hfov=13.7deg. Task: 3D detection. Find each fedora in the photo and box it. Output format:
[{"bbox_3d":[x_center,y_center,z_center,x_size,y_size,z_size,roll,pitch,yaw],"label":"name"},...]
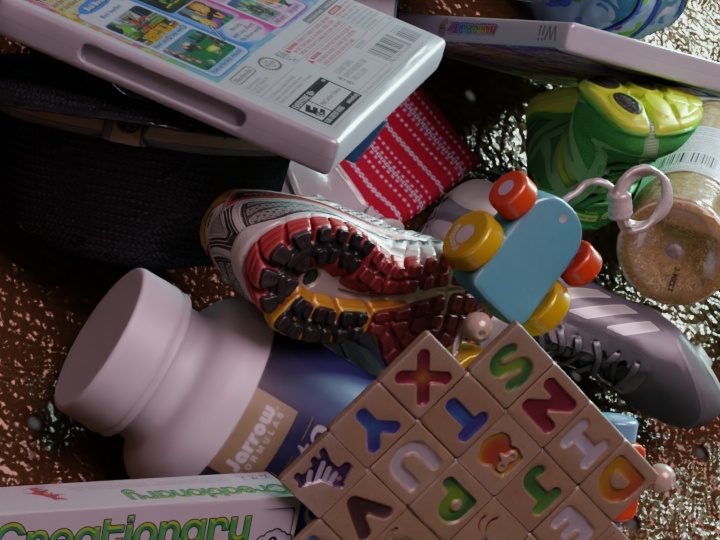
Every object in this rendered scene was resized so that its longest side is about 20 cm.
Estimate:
[{"bbox_3d":[-0.111,-0.053,1.532,0.200,0.200,0.092,0,104,-38],"label":"fedora"}]

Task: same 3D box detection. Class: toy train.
[{"bbox_3d":[0.090,0.041,1.495,0.150,0.056,0.200,-3,104,-31],"label":"toy train"}]

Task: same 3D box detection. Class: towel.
[{"bbox_3d":[-0.029,-0.076,1.685,0.145,0.022,0.200,52,44,1],"label":"towel"}]

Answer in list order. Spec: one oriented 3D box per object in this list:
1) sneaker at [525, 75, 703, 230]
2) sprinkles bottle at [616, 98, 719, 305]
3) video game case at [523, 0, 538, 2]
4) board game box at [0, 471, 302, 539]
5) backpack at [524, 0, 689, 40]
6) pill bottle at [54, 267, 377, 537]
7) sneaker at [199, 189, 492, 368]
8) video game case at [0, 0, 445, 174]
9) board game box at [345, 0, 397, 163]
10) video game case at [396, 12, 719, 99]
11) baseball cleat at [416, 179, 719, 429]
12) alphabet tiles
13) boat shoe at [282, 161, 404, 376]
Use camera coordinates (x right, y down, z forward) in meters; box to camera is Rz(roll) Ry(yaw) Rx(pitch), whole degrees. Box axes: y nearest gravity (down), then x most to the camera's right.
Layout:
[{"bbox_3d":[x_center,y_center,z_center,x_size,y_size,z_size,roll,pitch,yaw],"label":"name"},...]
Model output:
[{"bbox_3d":[0.142,-0.065,1.700,0.074,0.200,0.084,7,87,-10],"label":"sneaker"},{"bbox_3d":[0.198,-0.046,1.767,0.068,0.068,0.200,44,26,-6],"label":"sprinkles bottle"},{"bbox_3d":[-0.006,-0.232,1.729,0.181,0.036,0.200,9,30,-37],"label":"video game case"},{"bbox_3d":[-0.126,0.161,1.392,0.200,0.127,0.035,-1,19,-38],"label":"board game box"},{"bbox_3d":[0.137,-0.237,1.835,0.200,0.163,0.154,45,49,-23],"label":"backpack"},{"bbox_3d":[-0.049,0.083,1.502,0.200,0.111,0.111,32,48,-17],"label":"pill bottle"},{"bbox_3d":[0.000,-0.001,1.511,0.082,0.078,0.200,36,8,40],"label":"sneaker"},{"bbox_3d":[-0.066,-0.119,1.511,0.182,0.024,0.200,23,24,9],"label":"video game case"},{"bbox_3d":[-0.076,-0.160,1.663,0.200,0.040,0.153,22,46,-17],"label":"board game box"},{"bbox_3d":[0.118,-0.123,1.720,0.143,0.200,0.018,12,89,-32],"label":"video game case"},{"bbox_3d":[0.110,0.039,1.696,0.200,0.070,0.106,39,51,3],"label":"baseball cleat"},{"bbox_3d":[0.053,0.121,1.460,0.200,0.166,0.006,46,-1,-35],"label":"alphabet tiles"},{"bbox_3d":[0.000,0.000,1.603,0.072,0.066,0.200,-19,86,-47],"label":"boat shoe"}]
